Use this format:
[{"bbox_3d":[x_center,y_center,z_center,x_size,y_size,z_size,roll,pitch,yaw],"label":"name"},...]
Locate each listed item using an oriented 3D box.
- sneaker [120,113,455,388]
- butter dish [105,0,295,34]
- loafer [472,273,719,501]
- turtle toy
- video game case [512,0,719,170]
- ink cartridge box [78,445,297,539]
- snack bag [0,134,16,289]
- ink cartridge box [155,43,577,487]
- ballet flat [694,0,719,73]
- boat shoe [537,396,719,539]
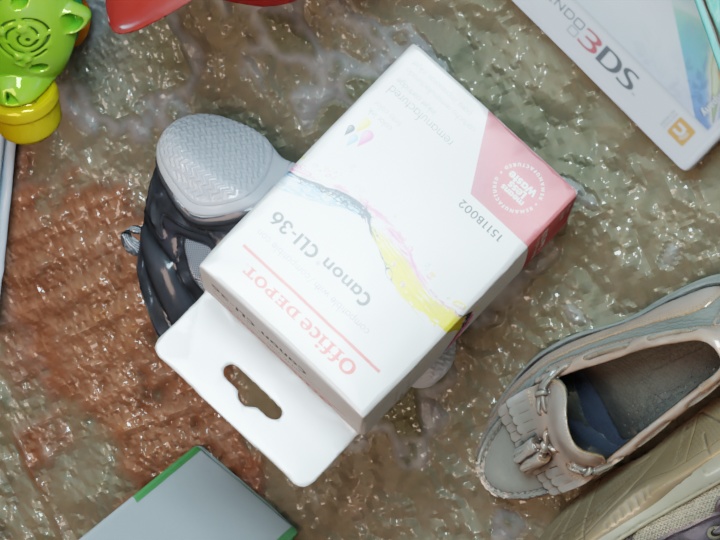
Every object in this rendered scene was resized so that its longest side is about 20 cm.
[{"bbox_3d":[-0.043,0.012,1.530,0.200,0.075,0.114,41,129,10],"label":"sneaker"},{"bbox_3d":[-0.023,-0.213,1.386,0.199,0.148,0.200,-29,53,34],"label":"butter dish"},{"bbox_3d":[0.126,0.066,1.460,0.200,0.063,0.072,-35,92,35],"label":"loafer"},{"bbox_3d":[-0.227,-0.163,1.536,0.200,0.101,0.146,17,141,25],"label":"turtle toy"},{"bbox_3d":[0.156,-0.176,1.368,0.182,0.022,0.200,45,124,5],"label":"video game case"},{"bbox_3d":[-0.141,0.217,1.623,0.084,0.146,0.200,39,124,8],"label":"ink cartridge box"},{"bbox_3d":[-0.290,-0.071,1.660,0.200,0.021,0.189,18,117,21],"label":"snack bag"},{"bbox_3d":[0.000,0.000,1.431,0.116,0.068,0.200,42,81,7],"label":"ink cartridge box"},{"bbox_3d":[0.174,-0.156,1.324,0.070,0.067,0.200,-26,98,10],"label":"ballet flat"},{"bbox_3d":[0.159,0.130,1.464,0.065,0.072,0.200,43,127,-9],"label":"boat shoe"}]
